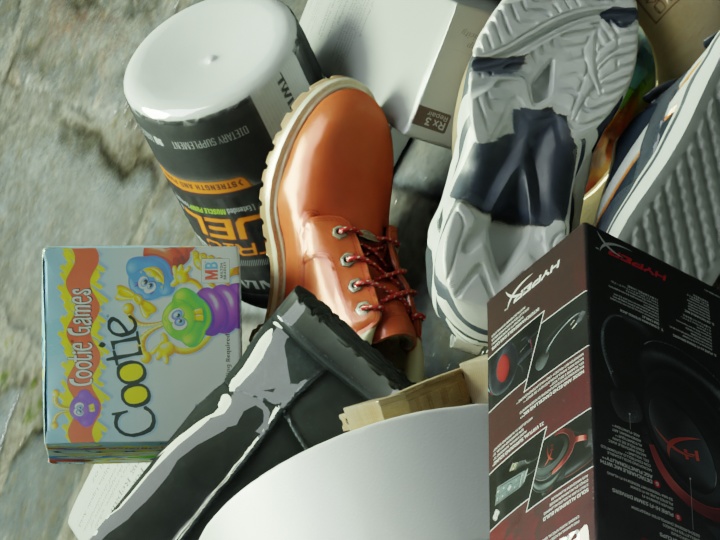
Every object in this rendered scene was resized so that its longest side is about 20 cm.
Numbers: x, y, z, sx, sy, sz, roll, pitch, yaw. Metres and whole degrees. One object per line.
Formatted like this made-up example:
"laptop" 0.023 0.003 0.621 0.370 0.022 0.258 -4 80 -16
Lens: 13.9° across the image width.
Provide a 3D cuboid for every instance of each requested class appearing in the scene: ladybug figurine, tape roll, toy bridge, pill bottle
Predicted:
"ladybug figurine" 0.127 -0.093 1.495 0.200 0.072 0.136 -49 66 32
"tape roll" 0.027 0.142 1.355 0.202 0.202 0.071 -44 50 36
"toy bridge" 0.072 0.050 1.404 0.067 0.200 0.027 -16 92 56
"pill bottle" -0.050 -0.051 1.673 0.106 0.200 0.106 -15 40 13

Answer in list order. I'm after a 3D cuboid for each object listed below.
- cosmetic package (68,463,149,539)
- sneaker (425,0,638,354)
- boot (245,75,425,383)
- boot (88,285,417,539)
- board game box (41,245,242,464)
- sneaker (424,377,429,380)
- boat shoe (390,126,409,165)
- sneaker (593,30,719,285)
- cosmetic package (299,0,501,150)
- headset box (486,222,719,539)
"cosmetic package" -0.098 0.156 1.732 0.102 0.074 0.200 -62 25 7
"sneaker" 0.078 -0.047 1.446 0.130 0.079 0.200 114 167 -69
"boot" 0.000 0.000 1.536 0.107 0.075 0.201 8 94 54
"boot" -0.037 0.135 1.461 0.200 0.165 0.066 -50 -16 8
"board game box" -0.120 0.048 1.596 0.200 0.103 0.105 132 137 -82
"sneaker" -0.028 0.104 1.642 0.200 0.076 0.105 -4 65 60
"boat shoe" 0.006 -0.123 1.782 0.200 0.066 0.070 -61 26 9
"sneaker" 0.175 -0.070 1.399 0.200 0.078 0.079 -50 14 1
"cosmetic package" 0.050 -0.119 1.640 0.200 0.113 0.081 38 109 62
"headset box" 0.132 0.100 1.263 0.075 0.148 0.200 -41 35 39
